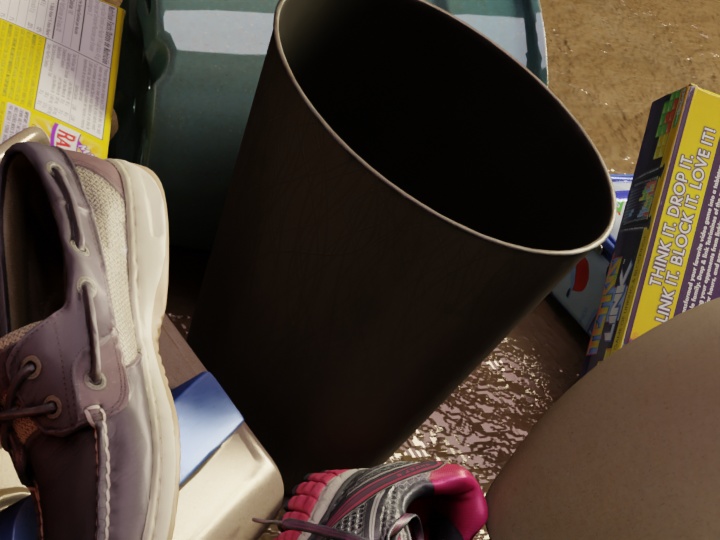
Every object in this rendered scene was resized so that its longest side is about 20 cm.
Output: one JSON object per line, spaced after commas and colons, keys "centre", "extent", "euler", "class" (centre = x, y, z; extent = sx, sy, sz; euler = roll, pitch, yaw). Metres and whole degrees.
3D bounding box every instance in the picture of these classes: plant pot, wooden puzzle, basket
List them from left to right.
{"centre": [-0.119, 0.060, 0.729], "extent": [0.201, 0.046, 0.185], "euler": [58, 40, -10], "class": "wooden puzzle"}
{"centre": [-0.027, -0.086, 0.998], "extent": [0.195, 0.201, 0.201], "euler": [5, 38, -16], "class": "plant pot"}
{"centre": [0.000, 0.000, 0.870], "extent": [0.180, 0.201, 0.136], "euler": [44, 41, 20], "class": "basket"}
{"centre": [0.129, 0.127, 0.832], "extent": [0.134, 0.201, 0.201], "euler": [-18, 40, 3], "class": "plant pot"}

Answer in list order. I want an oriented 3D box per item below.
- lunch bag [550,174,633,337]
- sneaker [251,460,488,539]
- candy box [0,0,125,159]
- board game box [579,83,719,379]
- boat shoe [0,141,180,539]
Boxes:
{"centre": [0.201, 0.000, 1.125], "extent": [0.199, 0.076, 0.160], "euler": [-1, 40, -35], "class": "lunch bag"}
{"centre": [-0.009, 0.143, 0.757], "extent": [0.081, 0.074, 0.200], "euler": [58, 34, -25], "class": "sneaker"}
{"centre": [-0.167, -0.085, 0.896], "extent": [0.102, 0.026, 0.201], "euler": [25, 33, -20], "class": "candy box"}
{"centre": [0.213, 0.024, 1.003], "extent": [0.164, 0.201, 0.057], "euler": [18, -8, -10], "class": "board game box"}
{"centre": [-0.106, 0.040, 0.673], "extent": [0.065, 0.072, 0.201], "euler": [19, 51, -31], "class": "boat shoe"}
